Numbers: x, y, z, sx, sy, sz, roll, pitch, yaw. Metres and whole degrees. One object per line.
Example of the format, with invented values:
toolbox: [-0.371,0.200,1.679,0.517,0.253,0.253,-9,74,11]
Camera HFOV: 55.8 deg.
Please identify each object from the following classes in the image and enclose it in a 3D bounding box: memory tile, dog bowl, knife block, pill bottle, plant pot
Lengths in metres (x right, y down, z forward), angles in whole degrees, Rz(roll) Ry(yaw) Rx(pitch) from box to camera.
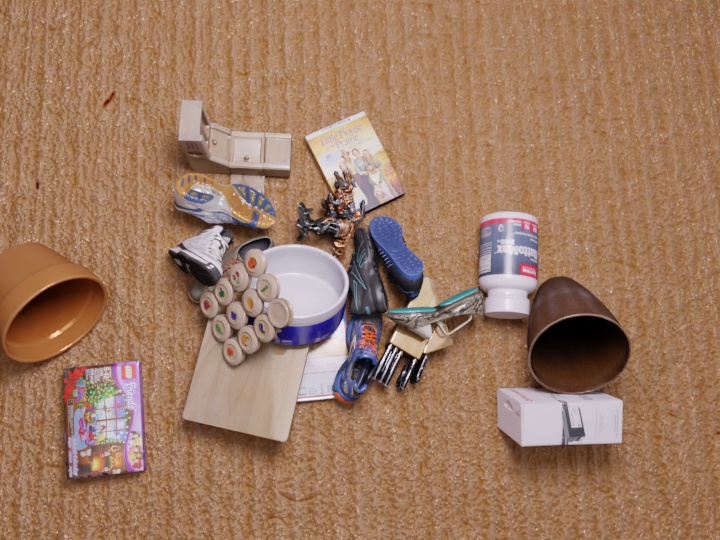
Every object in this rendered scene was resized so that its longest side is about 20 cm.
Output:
memory tile: [-0.207,0.069,1.208,0.017,0.200,0.154,-11,68,-53]
dog bowl: [-0.124,0.044,1.285,0.198,0.079,0.201,5,42,-4]
knife block: [0.084,0.130,1.353,0.174,0.064,0.202,-15,81,-12]
pill bottle: [0.301,-0.008,1.386,0.118,0.120,0.202,5,78,-7]
plant pot: [0.406,0.103,1.332,0.185,0.188,0.201,13,32,-5]
plant pot: [-0.580,0.044,1.222,0.200,0.200,0.140,-43,71,-14]

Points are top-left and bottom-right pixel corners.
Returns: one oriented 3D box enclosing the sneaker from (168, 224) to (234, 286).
sneaker: [-0.282,-0.042,1.281,0.115,0.200,0.076,-41,119,-19]

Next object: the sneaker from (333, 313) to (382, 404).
sneaker: [0.009,0.159,1.319,0.075,0.078,0.202,20,69,-22]

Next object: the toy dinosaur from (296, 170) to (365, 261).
toy dinosaur: [-0.058,-0.097,1.358,0.134,0.102,0.202,5,75,-4]

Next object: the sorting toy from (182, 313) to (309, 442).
sorting toy: [-0.207,0.202,1.283,0.197,0.070,0.202,12,76,4]

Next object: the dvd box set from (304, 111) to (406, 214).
dvd box set: [-0.011,-0.219,1.432,0.145,0.029,0.201,-25,83,-12]

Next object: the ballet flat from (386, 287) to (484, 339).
ballet flat: [0.150,0.091,1.310,0.198,0.068,0.076,-14,95,-13]

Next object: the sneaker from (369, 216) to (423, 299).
sneaker: [0.068,-0.026,1.366,0.070,0.078,0.201,-12,44,-15]

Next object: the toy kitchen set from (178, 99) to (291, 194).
toy kitchen set: [-0.238,-0.211,1.320,0.198,0.181,0.165,2,79,-3]

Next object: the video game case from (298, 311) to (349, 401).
video game case: [-0.092,0.154,1.347,0.142,0.017,0.202,-4,79,-9]

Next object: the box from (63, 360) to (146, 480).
box: [-0.471,0.274,1.256,0.135,0.039,0.202,-5,79,-10]

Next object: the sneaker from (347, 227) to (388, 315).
sneaker: [0.000,0.000,1.348,0.079,0.076,0.201,-17,54,10]

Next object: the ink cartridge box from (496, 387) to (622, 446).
ink cartridge box: [0.380,0.279,1.317,0.198,0.145,0.085,0,91,-8]

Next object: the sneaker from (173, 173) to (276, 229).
sneaker: [-0.263,-0.125,1.320,0.199,0.088,0.076,21,60,-16]

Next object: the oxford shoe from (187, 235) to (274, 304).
oxford shoe: [-0.254,-0.010,1.329,0.200,0.075,0.071,-39,87,-13]
